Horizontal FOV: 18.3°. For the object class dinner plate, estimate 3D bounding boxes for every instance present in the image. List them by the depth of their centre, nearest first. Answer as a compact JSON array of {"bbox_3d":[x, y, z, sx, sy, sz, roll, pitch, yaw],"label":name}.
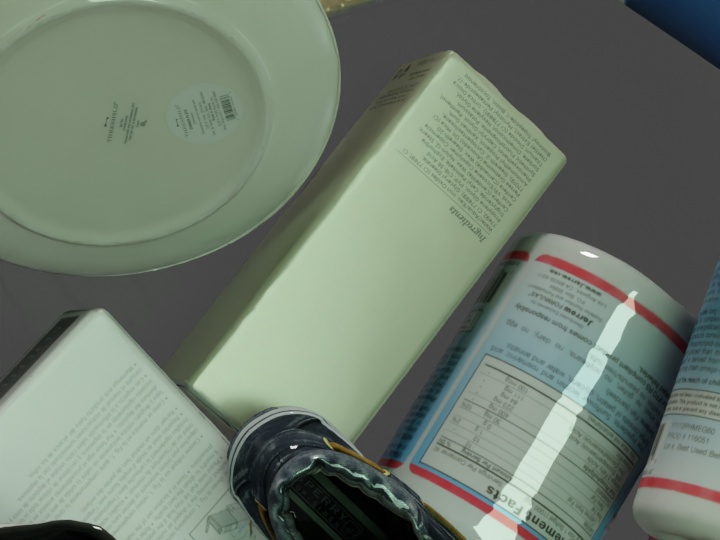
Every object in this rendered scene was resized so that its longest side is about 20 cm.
[{"bbox_3d":[-0.105,-0.067,0.962,0.200,0.024,0.200,-8,133,-8],"label":"dinner plate"}]

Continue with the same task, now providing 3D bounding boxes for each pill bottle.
[{"bbox_3d":[0.202,0.036,0.989,0.109,0.109,0.200,23,81,-18],"label":"pill bottle"},{"bbox_3d":[0.070,0.091,1.046,0.109,0.109,0.200,36,78,-16],"label":"pill bottle"}]

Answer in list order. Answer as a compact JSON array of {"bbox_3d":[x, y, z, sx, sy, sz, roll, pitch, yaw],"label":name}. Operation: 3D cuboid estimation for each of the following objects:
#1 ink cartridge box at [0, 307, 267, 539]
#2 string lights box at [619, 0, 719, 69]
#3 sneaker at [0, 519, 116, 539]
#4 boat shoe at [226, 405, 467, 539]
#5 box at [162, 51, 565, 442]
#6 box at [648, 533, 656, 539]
[{"bbox_3d":[-0.123,0.145,0.937,0.174,0.044,0.200,49,67,-17],"label":"ink cartridge box"},{"bbox_3d":[0.203,-0.118,0.943,0.200,0.059,0.103,36,72,10],"label":"string lights box"},{"bbox_3d":[-0.099,0.142,0.861,0.199,0.115,0.081,18,79,-25],"label":"sneaker"},{"bbox_3d":[0.024,0.141,0.932,0.200,0.091,0.071,44,88,-15],"label":"boat shoe"},{"bbox_3d":[0.000,0.000,1.035,0.082,0.068,0.200,43,76,-15],"label":"box"},{"bbox_3d":[0.234,0.063,1.112,0.095,0.103,0.200,25,80,-19],"label":"box"}]
